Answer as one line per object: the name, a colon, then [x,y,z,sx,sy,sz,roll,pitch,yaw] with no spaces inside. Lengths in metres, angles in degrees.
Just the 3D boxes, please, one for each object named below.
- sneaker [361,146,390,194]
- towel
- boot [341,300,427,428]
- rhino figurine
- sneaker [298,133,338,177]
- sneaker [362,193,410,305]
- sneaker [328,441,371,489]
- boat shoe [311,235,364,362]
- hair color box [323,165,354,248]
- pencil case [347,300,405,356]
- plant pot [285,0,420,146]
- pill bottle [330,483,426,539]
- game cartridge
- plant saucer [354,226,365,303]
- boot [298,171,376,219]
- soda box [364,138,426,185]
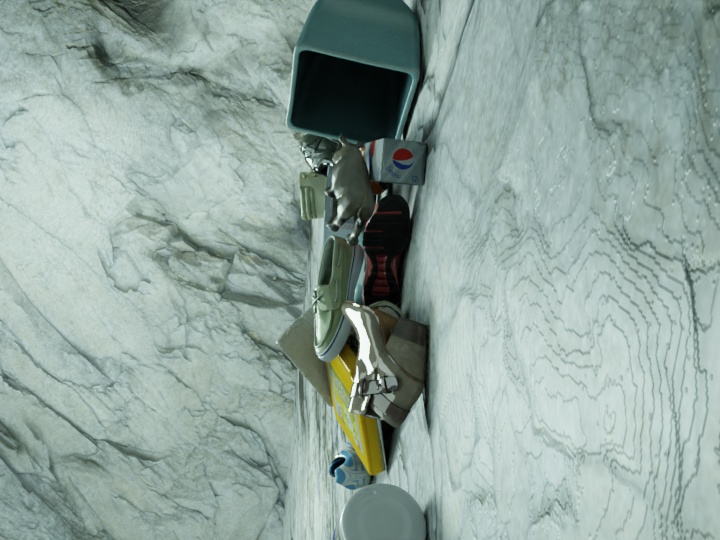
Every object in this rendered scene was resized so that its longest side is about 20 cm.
sneaker: [0.023,-0.236,1.555,0.092,0.075,0.202,-178,93,-87]
towel: [-0.052,0.137,1.475,0.034,0.133,0.200,30,161,47]
boot: [0.016,0.128,1.189,0.199,0.070,0.147,14,84,55]
rhino figurine: [-0.017,-0.141,1.330,0.088,0.059,0.201,122,151,-42]
sneaker: [-0.015,-0.243,1.609,0.115,0.199,0.076,64,-166,23]
sneaker: [0.032,-0.037,1.363,0.087,0.073,0.202,-97,13,-60]
sneaker: [-0.025,0.354,1.583,0.200,0.072,0.073,161,112,-83]
boat shoe: [-0.047,0.042,1.346,0.072,0.062,0.202,-20,52,52]
hair color box: [-0.033,-0.106,1.505,0.200,0.060,0.100,107,167,-79]
pencil case: [0.021,0.111,1.353,0.200,0.077,0.090,118,136,-72]
plant pot: [-0.005,-0.351,1.417,0.197,0.194,0.201,107,174,-58]
pill bottle: [0.015,0.368,1.131,0.201,0.110,0.112,104,167,-54]
game cartridge: [-0.017,0.203,1.393,0.176,0.032,0.201,-131,25,-57]
plant saucer: [0.000,0.000,1.520,0.200,0.027,0.202,-175,90,-88]
boot: [-0.044,-0.195,1.685,0.072,0.153,0.202,12,-99,-79]
soda box: [0.049,-0.167,1.330,0.200,0.068,0.064,-135,50,-81]
